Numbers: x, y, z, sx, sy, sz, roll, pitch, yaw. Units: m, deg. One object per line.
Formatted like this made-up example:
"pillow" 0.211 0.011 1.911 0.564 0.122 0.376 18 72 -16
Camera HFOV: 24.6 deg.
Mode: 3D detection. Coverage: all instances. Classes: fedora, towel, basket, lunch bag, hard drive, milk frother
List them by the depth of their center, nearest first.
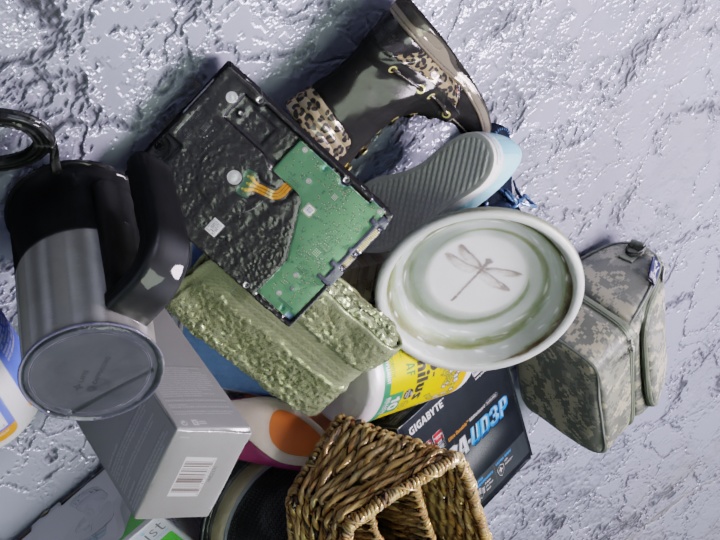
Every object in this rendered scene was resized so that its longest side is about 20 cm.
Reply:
"milk frother" -0.252 -0.014 1.312 0.199 0.189 0.181 10 131 -26
"hard drive" -0.088 -0.066 1.442 0.200 0.038 0.140 41 100 -15
"towel" -0.074 0.047 1.538 0.200 0.037 0.148 39 121 -20
"basket" 0.027 0.261 1.592 0.143 0.148 0.201 -56 148 -32
"fedora" -0.069 0.256 1.676 0.200 0.091 0.202 -28 128 -43
"lunch bag" 0.274 0.079 1.859 0.168 0.139 0.201 -42 143 -24

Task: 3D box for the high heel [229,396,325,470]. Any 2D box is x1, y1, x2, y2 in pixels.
"high heel" -0.127 0.167 1.622 0.199 0.068 0.096 15 146 -18

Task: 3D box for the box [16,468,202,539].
"box" -0.258 0.311 1.676 0.200 0.097 0.177 -39 142 -2

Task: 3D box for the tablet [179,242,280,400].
"tablet" -0.105 0.038 1.565 0.129 0.014 0.201 11 126 -1

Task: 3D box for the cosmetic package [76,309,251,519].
"cosmetic package" -0.193 0.118 1.478 0.090 0.200 0.107 5 124 -38

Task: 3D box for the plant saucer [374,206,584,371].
"plant saucer" 0.111 0.009 1.569 0.199 0.050 0.201 -2 129 -2

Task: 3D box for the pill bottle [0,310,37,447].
"pill bottle" -0.350 0.056 1.368 0.112 0.112 0.200 -32 138 -11

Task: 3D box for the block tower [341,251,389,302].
"block tower" 0.000 0.000 1.631 0.199 0.058 0.054 -13 132 -30

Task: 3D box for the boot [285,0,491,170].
"boot" 0.028 -0.148 1.512 0.150 0.073 0.200 -38 148 4

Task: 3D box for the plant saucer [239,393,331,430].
"plant saucer" -0.073 0.171 1.740 0.199 0.037 0.201 -21 136 -22

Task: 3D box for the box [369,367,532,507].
"box" 0.101 0.185 1.778 0.200 0.046 0.160 -37 119 -42

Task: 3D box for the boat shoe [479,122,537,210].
"boat shoe" 0.140 -0.046 1.641 0.084 0.068 0.201 -17 111 -50

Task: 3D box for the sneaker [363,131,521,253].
"sneaker" 0.072 -0.070 1.572 0.199 0.074 0.082 -25 167 36

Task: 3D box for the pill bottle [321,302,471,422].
"pill bottle" 0.046 0.081 1.677 0.199 0.113 0.113 -14 134 -41
